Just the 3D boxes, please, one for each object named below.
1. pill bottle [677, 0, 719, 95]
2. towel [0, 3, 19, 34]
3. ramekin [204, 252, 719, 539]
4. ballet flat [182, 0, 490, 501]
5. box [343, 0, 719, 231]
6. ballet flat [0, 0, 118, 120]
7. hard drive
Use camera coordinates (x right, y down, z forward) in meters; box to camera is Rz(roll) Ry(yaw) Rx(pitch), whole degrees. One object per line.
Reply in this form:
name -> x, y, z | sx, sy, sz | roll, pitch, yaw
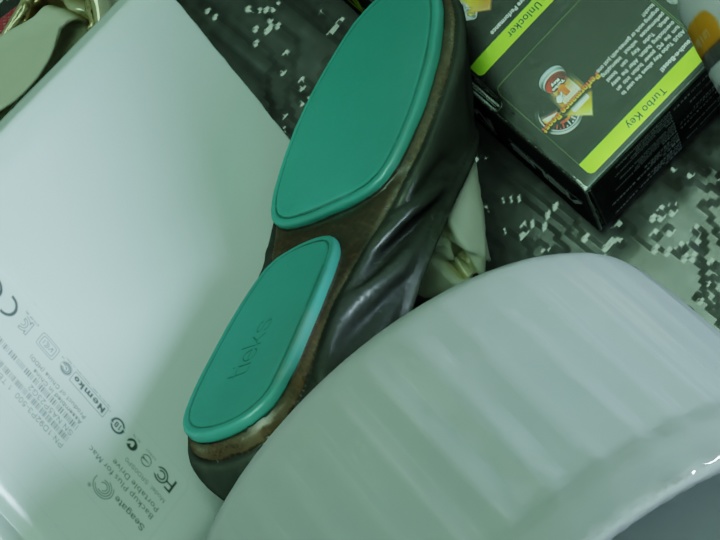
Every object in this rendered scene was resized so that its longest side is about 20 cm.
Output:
pill bottle -> 0.187, -0.025, 0.776 | 0.116, 0.116, 0.201 | -28, 83, 4
towel -> -0.110, 0.009, 0.908 | 0.144, 0.023, 0.200 | -37, 67, 0
ramekin -> 0.045, 0.091, 0.750 | 0.200, 0.201, 0.098 | -42, 59, -2
ballet flat -> 0.000, 0.000, 0.819 | 0.068, 0.068, 0.201 | -13, 42, 41
box -> 0.082, -0.149, 0.898 | 0.193, 0.048, 0.200 | 42, 86, 20
ballet flat -> -0.136, -0.019, 0.878 | 0.069, 0.070, 0.201 | 27, 78, 21
hard drive -> -0.075, 0.013, 0.798 | 0.026, 0.200, 0.132 | -28, 107, 41
